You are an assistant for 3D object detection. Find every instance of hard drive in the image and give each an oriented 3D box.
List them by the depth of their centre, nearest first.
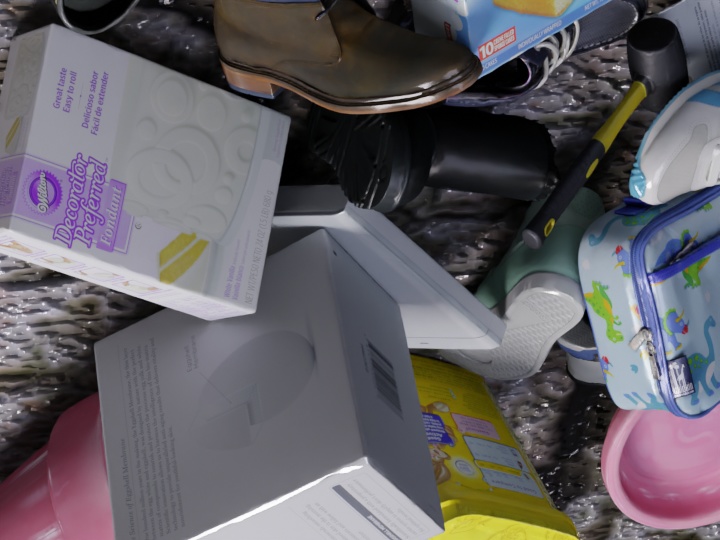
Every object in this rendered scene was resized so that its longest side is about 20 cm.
[{"bbox_3d":[0.000,0.000,1.735,0.200,0.131,0.027,41,60,-41],"label":"hard drive"}]

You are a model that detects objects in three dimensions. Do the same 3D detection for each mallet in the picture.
[{"bbox_3d":[0.172,-0.085,1.667,0.200,0.041,0.066,-57,146,-21],"label":"mallet"}]

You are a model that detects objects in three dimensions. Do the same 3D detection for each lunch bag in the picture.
[{"bbox_3d":[0.253,0.006,1.753,0.200,0.082,0.162,-26,110,-38],"label":"lunch bag"}]

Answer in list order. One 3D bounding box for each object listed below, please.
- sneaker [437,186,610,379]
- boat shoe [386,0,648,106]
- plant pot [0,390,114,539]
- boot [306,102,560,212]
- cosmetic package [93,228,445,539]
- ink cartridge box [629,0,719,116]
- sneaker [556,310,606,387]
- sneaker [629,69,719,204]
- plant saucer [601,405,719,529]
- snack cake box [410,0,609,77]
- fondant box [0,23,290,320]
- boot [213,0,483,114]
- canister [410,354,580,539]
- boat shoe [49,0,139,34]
[{"bbox_3d":[0.130,0.007,1.823,0.074,0.119,0.200,27,151,-13],"label":"sneaker"},{"bbox_3d":[0.124,-0.159,1.670,0.199,0.093,0.075,-11,130,-17],"label":"boat shoe"},{"bbox_3d":[-0.200,0.205,1.773,0.179,0.201,0.200,-28,135,22],"label":"plant pot"},{"bbox_3d":[0.061,-0.078,1.645,0.162,0.198,0.074,11,102,-19],"label":"boot"},{"bbox_3d":[-0.067,0.115,1.662,0.199,0.200,0.123,-25,140,17],"label":"cosmetic package"},{"bbox_3d":[0.302,-0.168,1.777,0.199,0.043,0.197,-25,135,-1],"label":"ink cartridge box"},{"bbox_3d":[0.238,0.036,1.900,0.199,0.081,0.115,-24,147,-13],"label":"sneaker"},{"bbox_3d":[0.277,-0.097,1.703,0.200,0.081,0.077,-28,147,-27],"label":"sneaker"},{"bbox_3d":[0.291,0.129,2.009,0.200,0.051,0.201,-13,131,-15],"label":"plant saucer"},{"bbox_3d":[0.126,-0.230,1.594,0.200,0.067,0.115,-32,137,-22],"label":"snack cake box"},{"bbox_3d":[-0.151,-0.063,1.598,0.199,0.058,0.145,19,74,-34],"label":"fondant box"},{"bbox_3d":[-0.018,-0.163,1.562,0.199,0.075,0.097,6,130,30],"label":"boot"},{"bbox_3d":[0.070,0.159,1.832,0.148,0.200,0.087,15,120,-32],"label":"canister"},{"bbox_3d":[-0.135,-0.240,1.513,0.073,0.063,0.202,22,114,-33],"label":"boat shoe"}]
